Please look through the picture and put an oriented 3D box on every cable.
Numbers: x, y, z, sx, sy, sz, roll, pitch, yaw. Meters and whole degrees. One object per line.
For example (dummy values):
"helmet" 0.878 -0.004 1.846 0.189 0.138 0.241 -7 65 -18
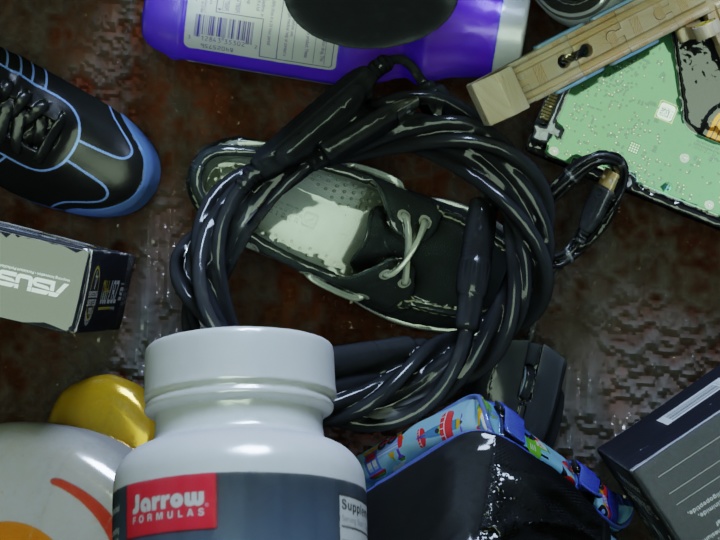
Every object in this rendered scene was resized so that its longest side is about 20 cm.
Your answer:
"cable" 0.000 0.000 1.192 0.200 0.051 0.163 -42 93 -9

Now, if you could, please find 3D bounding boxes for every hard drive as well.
"hard drive" 0.204 -0.090 1.247 0.200 0.038 0.140 21 91 2

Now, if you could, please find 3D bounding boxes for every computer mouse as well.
"computer mouse" 0.096 0.032 1.230 0.059 0.034 0.200 14 105 -16

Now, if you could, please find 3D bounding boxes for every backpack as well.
"backpack" 0.074 0.182 1.191 0.200 0.135 0.182 35 131 -24

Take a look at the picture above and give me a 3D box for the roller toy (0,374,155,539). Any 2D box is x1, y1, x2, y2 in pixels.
"roller toy" -0.160 0.169 1.211 0.182 0.140 0.200 -25 80 7

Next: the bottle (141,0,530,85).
"bottle" -0.012 -0.139 1.242 0.200 0.065 0.084 9 92 2

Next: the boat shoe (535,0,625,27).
"boat shoe" 0.095 -0.225 1.219 0.070 0.066 0.200 -10 80 24

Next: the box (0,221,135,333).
"box" -0.225 -0.011 1.204 0.200 0.161 0.049 12 91 1

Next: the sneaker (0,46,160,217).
"sneaker" -0.201 -0.086 1.244 0.200 0.078 0.070 26 91 3

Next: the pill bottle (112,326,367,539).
"pill bottle" -0.056 0.133 1.087 0.119 0.120 0.200 -3 74 2

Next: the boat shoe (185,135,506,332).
"boat shoe" 0.002 -0.016 1.243 0.200 0.060 0.076 15 89 2

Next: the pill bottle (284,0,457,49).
"pill bottle" 0.004 -0.215 1.180 0.112 0.112 0.200 -3 58 2

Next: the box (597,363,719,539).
"box" 0.214 0.140 1.164 0.104 0.200 0.182 -34 88 0

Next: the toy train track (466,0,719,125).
"toy train track" 0.148 -0.127 1.190 0.200 0.033 0.115 -27 99 -12
